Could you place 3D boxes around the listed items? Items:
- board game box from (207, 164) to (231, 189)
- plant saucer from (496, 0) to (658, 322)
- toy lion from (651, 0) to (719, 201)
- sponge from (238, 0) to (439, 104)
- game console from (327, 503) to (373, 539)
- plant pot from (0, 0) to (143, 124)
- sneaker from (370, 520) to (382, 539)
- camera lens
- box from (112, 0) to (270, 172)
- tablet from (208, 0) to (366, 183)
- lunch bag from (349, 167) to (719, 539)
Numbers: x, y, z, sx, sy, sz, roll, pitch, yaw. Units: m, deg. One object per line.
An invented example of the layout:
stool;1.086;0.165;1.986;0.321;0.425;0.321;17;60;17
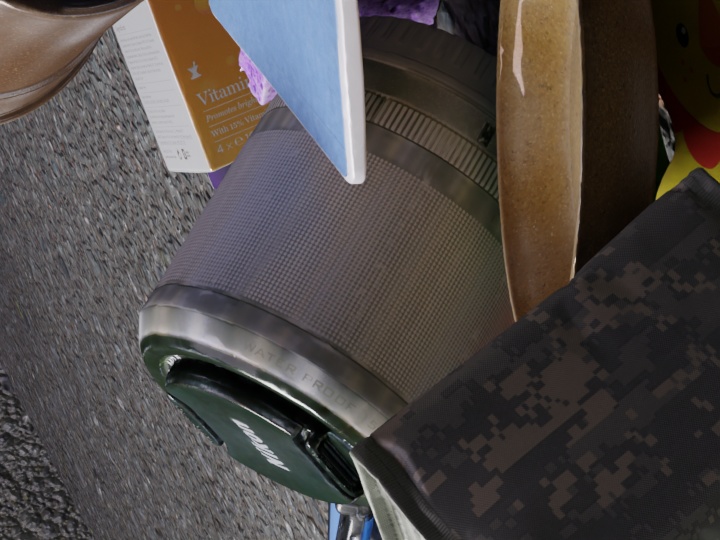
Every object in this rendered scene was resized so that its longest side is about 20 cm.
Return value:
board game box;-0.086;-0.151;1.263;0.165;0.057;0.201;12;123;67
plant saucer;0.084;-0.062;0.731;0.200;0.035;0.201;179;90;-86
toy lion;0.139;-0.075;0.727;0.200;0.068;0.193;165;89;-72
sponge;0.000;-0.161;0.916;0.030;0.111;0.200;58;160;18
game console;-0.050;0.115;1.254;0.200;0.118;0.171;-89;8;-60
plant pot;-0.179;-0.181;0.916;0.198;0.200;0.201;-9;104;61
sneaker;0.044;0.170;1.228;0.200;0.075;0.081;91;173;-55
camera lens;0.000;0.000;0.900;0.159;0.201;0.160;26;160;10
box;-0.083;-0.173;1.118;0.097;0.124;0.201;9;122;68
tablet;-0.039;-0.137;0.841;0.200;0.014;0.131;-127;27;-51
lunch bag;0.099;0.093;0.674;0.118;0.164;0.200;44;164;29
